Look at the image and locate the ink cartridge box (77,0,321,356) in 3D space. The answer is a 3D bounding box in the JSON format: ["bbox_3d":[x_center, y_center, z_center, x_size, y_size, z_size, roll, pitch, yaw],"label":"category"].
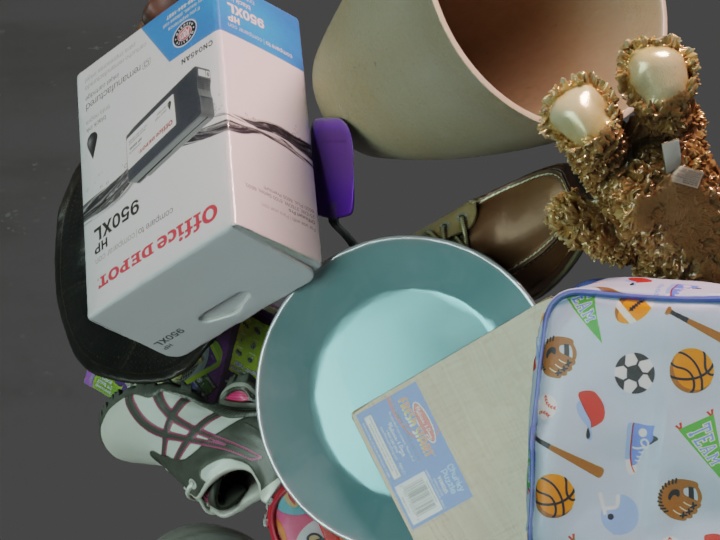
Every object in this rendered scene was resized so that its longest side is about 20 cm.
[{"bbox_3d":[-0.108,-0.067,1.688,0.144,0.084,0.201,-31,50,33],"label":"ink cartridge box"}]

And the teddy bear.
[{"bbox_3d":[0.178,-0.052,1.544,0.145,0.200,0.067,-46,31,4],"label":"teddy bear"}]

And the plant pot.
[{"bbox_3d":[0.061,-0.145,1.633,0.200,0.186,0.189,-28,73,52],"label":"plant pot"}]

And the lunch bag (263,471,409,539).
[{"bbox_3d":[0.028,0.209,1.670,0.175,0.082,0.201,-27,71,4],"label":"lunch bag"}]

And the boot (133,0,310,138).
[{"bbox_3d":[-0.068,-0.210,1.802,0.186,0.064,0.201,36,108,31],"label":"boot"}]

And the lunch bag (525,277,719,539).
[{"bbox_3d":[0.179,0.107,1.511,0.159,0.076,0.202,3,94,15],"label":"lunch bag"}]

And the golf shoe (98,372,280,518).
[{"bbox_3d":[-0.114,0.123,1.780,0.199,0.077,0.089,-8,59,41],"label":"golf shoe"}]

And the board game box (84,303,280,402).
[{"bbox_3d":[-0.115,0.064,1.863,0.199,0.032,0.121,27,104,37],"label":"board game box"}]

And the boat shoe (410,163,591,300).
[{"bbox_3d":[0.066,-0.002,1.681,0.200,0.074,0.076,-37,67,34],"label":"boat shoe"}]

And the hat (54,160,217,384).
[{"bbox_3d":[-0.128,-0.008,1.811,0.199,0.081,0.202,-14,66,33],"label":"hat"}]

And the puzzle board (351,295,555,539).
[{"bbox_3d":[0.102,0.139,1.588,0.150,0.017,0.201,-31,77,13],"label":"puzzle board"}]

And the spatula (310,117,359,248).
[{"bbox_3d":[0.000,0.000,1.671,0.056,0.020,0.202,2,110,61],"label":"spatula"}]

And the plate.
[{"bbox_3d":[0.032,0.078,1.634,0.198,0.026,0.202,0,88,12],"label":"plate"}]

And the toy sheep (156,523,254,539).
[{"bbox_3d":[-0.105,0.246,1.786,0.200,0.137,0.139,-139,59,-68],"label":"toy sheep"}]
